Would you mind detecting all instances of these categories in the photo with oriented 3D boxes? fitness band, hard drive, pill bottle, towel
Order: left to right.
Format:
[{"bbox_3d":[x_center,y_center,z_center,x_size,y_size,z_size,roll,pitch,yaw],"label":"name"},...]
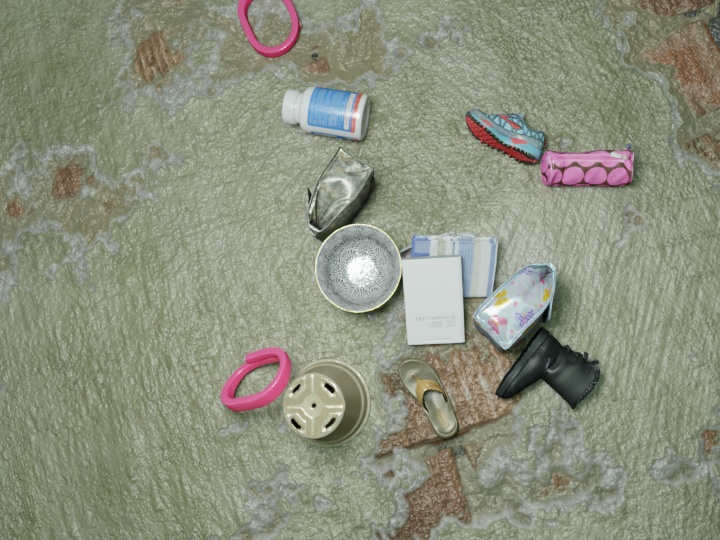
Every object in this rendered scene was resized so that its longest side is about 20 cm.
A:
[{"bbox_3d":[-0.235,0.245,1.518,0.199,0.037,0.144,-19,37,35],"label":"fitness band"},{"bbox_3d":[-0.233,-0.641,1.723,0.143,0.037,0.201,-26,77,3],"label":"fitness band"},{"bbox_3d":[-0.082,-0.382,1.623,0.198,0.112,0.113,11,83,8],"label":"pill bottle"},{"bbox_3d":[0.165,0.067,1.521,0.131,0.027,0.202,-3,106,7],"label":"hard drive"},{"bbox_3d":[0.211,-0.010,1.530,0.198,0.024,0.148,1,109,0],"label":"towel"}]

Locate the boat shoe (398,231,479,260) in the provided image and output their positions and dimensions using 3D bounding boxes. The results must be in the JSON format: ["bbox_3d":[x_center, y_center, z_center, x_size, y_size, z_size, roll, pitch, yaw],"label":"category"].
[{"bbox_3d":[0.180,-0.046,1.557,0.200,0.065,0.075,-11,80,6],"label":"boat shoe"}]

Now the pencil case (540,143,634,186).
[{"bbox_3d":[0.513,-0.237,1.527,0.198,0.094,0.092,-2,81,8],"label":"pencil case"}]

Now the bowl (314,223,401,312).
[{"bbox_3d":[0.000,0.000,1.560,0.199,0.094,0.203,-1,81,7],"label":"bowl"}]

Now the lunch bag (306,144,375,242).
[{"bbox_3d":[-0.059,-0.162,1.558,0.117,0.164,0.201,32,86,6],"label":"lunch bag"}]

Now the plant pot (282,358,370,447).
[{"bbox_3d":[-0.086,0.292,1.481,0.199,0.184,0.202,-1,80,8],"label":"plant pot"}]

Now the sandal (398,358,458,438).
[{"bbox_3d":[0.156,0.284,1.514,0.080,0.054,0.201,-30,78,2],"label":"sandal"}]

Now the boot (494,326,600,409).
[{"bbox_3d":[0.414,0.240,1.480,0.162,0.073,0.199,38,87,8],"label":"boot"}]

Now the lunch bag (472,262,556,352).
[{"bbox_3d":[0.348,0.077,1.461,0.200,0.170,0.127,-45,77,-2],"label":"lunch bag"}]

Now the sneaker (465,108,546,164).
[{"bbox_3d":[0.342,-0.331,1.584,0.199,0.079,0.096,32,77,3],"label":"sneaker"}]
